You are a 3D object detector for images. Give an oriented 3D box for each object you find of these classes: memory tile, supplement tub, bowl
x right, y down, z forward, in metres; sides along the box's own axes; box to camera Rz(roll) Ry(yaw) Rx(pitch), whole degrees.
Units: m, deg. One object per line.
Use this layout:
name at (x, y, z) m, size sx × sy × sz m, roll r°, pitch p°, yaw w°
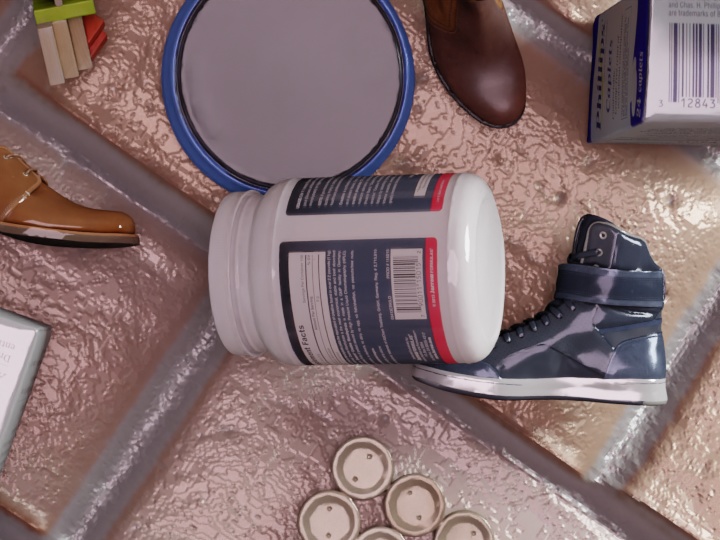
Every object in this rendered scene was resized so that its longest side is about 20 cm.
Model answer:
memory tile at (0.001, 0.246, 1.616) m, size 0.153 × 0.017 × 0.201 m, roll 35°, pitch 86°, yaw -5°
supplement tub at (0.000, 0.000, 1.530) m, size 0.198 × 0.140 × 0.142 m, roll -1°, pitch 90°, yaw 15°
bowl at (-0.055, -0.150, 1.598) m, size 0.199 × 0.039 × 0.202 m, roll 0°, pitch 90°, yaw -6°

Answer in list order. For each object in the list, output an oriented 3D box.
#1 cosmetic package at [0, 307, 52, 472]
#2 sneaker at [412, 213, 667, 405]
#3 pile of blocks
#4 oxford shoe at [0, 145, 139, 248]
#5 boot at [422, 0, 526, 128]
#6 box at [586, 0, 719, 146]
cosmetic package at (-0.338, 0.108, 1.505) m, size 0.166 × 0.166 × 0.201 m, roll 21°, pitch 87°, yaw -5°
sneaker at (0.140, 0.028, 1.597) m, size 0.201 × 0.077 × 0.148 m, roll 1°, pitch 93°, yaw -8°
pile of blocks at (-0.225, -0.244, 1.558) m, size 0.062 × 0.082 × 0.202 m, roll -12°, pitch 91°, yaw -5°
oxford shoe at (-0.261, -0.058, 1.563) m, size 0.198 × 0.071 × 0.072 m, roll 13°, pitch 84°, yaw -5°
boot at (0.092, -0.202, 1.532) m, size 0.068 × 0.200 × 0.190 m, roll -14°, pitch 91°, yaw -6°
box at (0.279, -0.152, 1.551) m, size 0.182 × 0.200 × 0.106 m, roll 1°, pitch 89°, yaw -6°
